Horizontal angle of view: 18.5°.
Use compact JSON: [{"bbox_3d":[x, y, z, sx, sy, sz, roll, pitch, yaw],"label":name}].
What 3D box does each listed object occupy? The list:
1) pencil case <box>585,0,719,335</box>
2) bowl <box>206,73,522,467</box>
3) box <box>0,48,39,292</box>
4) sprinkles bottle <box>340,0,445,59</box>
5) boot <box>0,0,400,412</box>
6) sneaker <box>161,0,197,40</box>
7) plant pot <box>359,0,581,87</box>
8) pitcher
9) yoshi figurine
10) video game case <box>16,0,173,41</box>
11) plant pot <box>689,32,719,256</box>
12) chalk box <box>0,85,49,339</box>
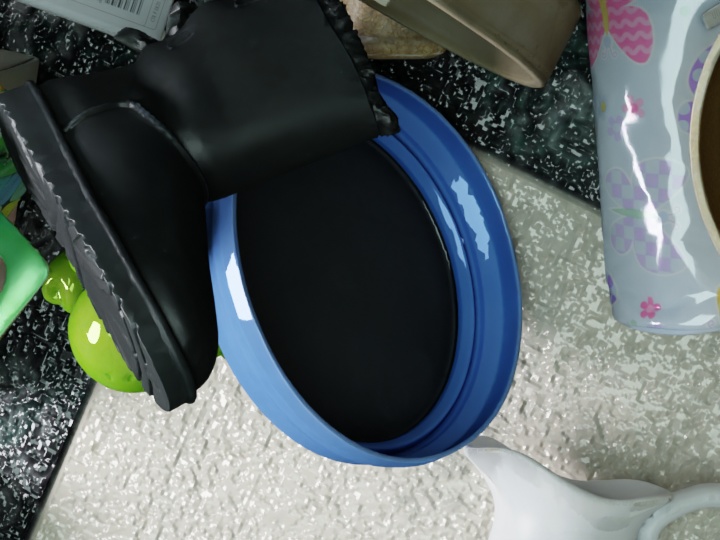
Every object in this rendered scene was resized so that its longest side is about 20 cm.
[{"bbox_3d":[0.162,-0.068,1.097,0.090,0.083,0.201,4,103,36],"label":"pencil case"},{"bbox_3d":[0.000,0.000,1.098,0.039,0.200,0.202,-19,96,43],"label":"bowl"},{"bbox_3d":[-0.262,-0.027,1.194,0.127,0.109,0.201,14,103,10],"label":"box"},{"bbox_3d":[0.014,-0.210,1.115,0.068,0.068,0.201,5,101,13],"label":"sprinkles bottle"},{"bbox_3d":[-0.060,-0.046,0.988,0.162,0.074,0.199,-24,53,-13],"label":"boot"},{"bbox_3d":[-0.118,-0.149,1.146,0.199,0.090,0.067,24,106,8],"label":"sneaker"},{"bbox_3d":[0.037,-0.202,0.960,0.199,0.200,0.174,31,91,6],"label":"plant pot"},{"bbox_3d":[0.120,0.199,1.141,0.170,0.121,0.201,9,91,-3],"label":"pitcher"},{"bbox_3d":[-0.101,0.010,1.111,0.112,0.200,0.112,-34,85,13],"label":"yoshi figurine"},{"bbox_3d":[-0.163,-0.227,1.079,0.199,0.023,0.183,19,92,-15],"label":"video game case"},{"bbox_3d":[0.254,-0.069,1.014,0.185,0.200,0.188,3,101,14],"label":"plant pot"},{"bbox_3d":[-0.236,-0.045,1.066,0.200,0.124,0.125,41,105,2],"label":"chalk box"}]
